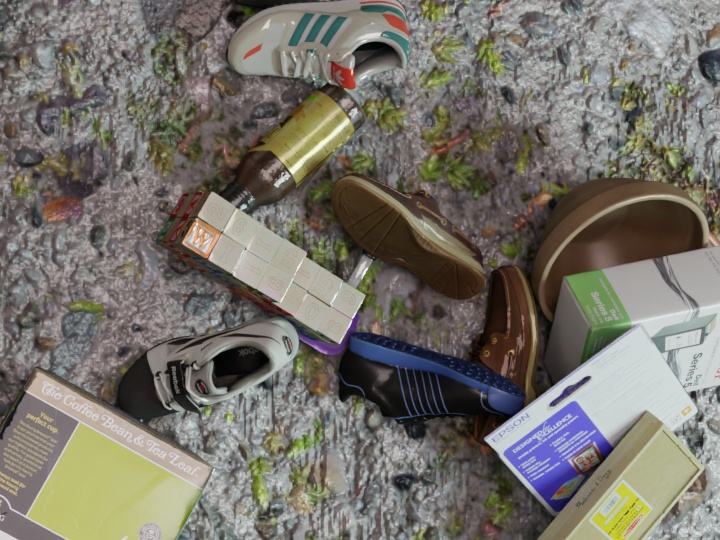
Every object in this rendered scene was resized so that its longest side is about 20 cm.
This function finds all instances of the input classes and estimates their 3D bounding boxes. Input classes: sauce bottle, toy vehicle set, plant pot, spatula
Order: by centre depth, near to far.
[{"bbox_3d":[-0.084,-0.116,1.584,0.200,0.065,0.065,-43,95,-16],"label":"sauce bottle"},{"bbox_3d":[0.273,0.255,1.592,0.200,0.026,0.124,-49,136,-2],"label":"toy vehicle set"},{"bbox_3d":[0.000,0.000,1.614,0.056,0.021,0.201,32,77,-7],"label":"spatula"},{"bbox_3d":[0.268,-0.034,1.624,0.199,0.202,0.093,-10,47,-15],"label":"plant pot"}]

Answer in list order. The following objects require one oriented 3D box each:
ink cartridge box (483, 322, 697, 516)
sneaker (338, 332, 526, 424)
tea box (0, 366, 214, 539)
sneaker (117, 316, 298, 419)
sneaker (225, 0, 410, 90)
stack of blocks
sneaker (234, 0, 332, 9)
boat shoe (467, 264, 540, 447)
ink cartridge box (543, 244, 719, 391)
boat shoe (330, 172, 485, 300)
[{"bbox_3d":[0.236,0.148,1.556,0.198,0.043,0.200,-37,138,5],"label":"ink cartridge box"},{"bbox_3d":[0.072,0.129,1.575,0.199,0.070,0.078,18,102,13],"label":"sneaker"},{"bbox_3d":[-0.278,0.225,1.459,0.199,0.134,0.198,31,82,-9],"label":"tea box"},{"bbox_3d":[-0.163,0.103,1.500,0.199,0.089,0.074,-23,99,13],"label":"sneaker"},{"bbox_3d":[-0.042,-0.230,1.573,0.198,0.071,0.094,-10,48,-3],"label":"sneaker"},{"bbox_3d":[-0.097,-0.001,1.500,0.199,0.115,0.059,33,80,-19],"label":"stack of blocks"},{"bbox_3d":[-0.073,-0.372,1.608,0.105,0.075,0.202,10,83,-16],"label":"sneaker"},{"bbox_3d":[0.152,0.094,1.614,0.067,0.072,0.202,0,86,-16],"label":"boat shoe"},{"bbox_3d":[0.312,0.064,1.613,0.199,0.146,0.084,-11,48,-14],"label":"ink cartridge box"},{"bbox_3d":[0.054,-0.049,1.604,0.199,0.072,0.072,32,42,-18],"label":"boat shoe"}]
